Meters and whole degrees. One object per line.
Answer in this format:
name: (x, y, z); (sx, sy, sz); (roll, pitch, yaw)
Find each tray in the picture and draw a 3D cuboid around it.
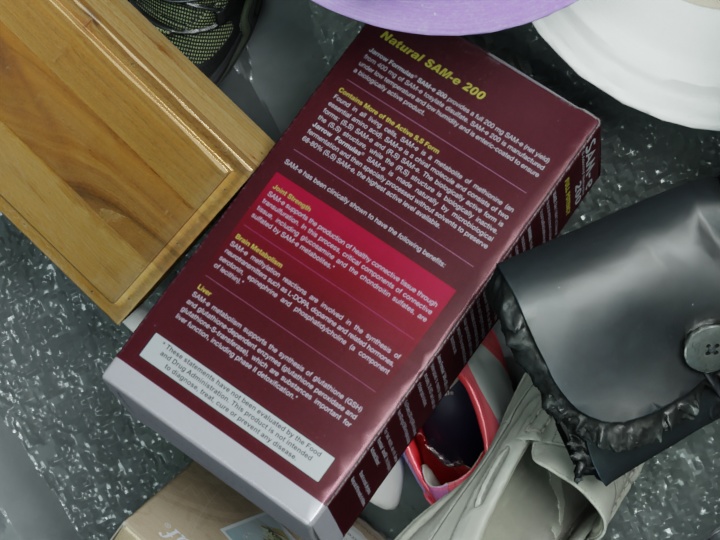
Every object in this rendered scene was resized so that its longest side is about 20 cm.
tray: (-0.140, -0.083, 0.850); (0.200, 0.037, 0.099); (43, 116, -2)

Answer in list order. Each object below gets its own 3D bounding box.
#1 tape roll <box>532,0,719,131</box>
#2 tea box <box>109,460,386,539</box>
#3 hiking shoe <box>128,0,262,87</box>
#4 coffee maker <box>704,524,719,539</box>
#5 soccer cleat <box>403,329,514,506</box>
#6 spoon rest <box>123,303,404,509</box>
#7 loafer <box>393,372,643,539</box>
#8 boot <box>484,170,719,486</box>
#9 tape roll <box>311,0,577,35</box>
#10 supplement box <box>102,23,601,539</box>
tape roll: (0.148, -0.158, 0.778); (0.200, 0.071, 0.205); (6, 109, 19)
tea box: (-0.053, 0.218, 0.933); (0.200, 0.134, 0.197); (40, 116, 6)
hiking shoe: (-0.080, -0.152, 0.851); (0.075, 0.101, 0.202); (21, 112, 14)
coffee maker: (0.227, 0.097, 0.751); (0.191, 0.200, 0.136); (-24, 97, 25)
soccer cleat: (0.058, 0.109, 0.889); (0.066, 0.076, 0.202); (-18, 98, 25)
spoon rest: (-0.054, 0.035, 0.909); (0.061, 0.099, 0.200); (-43, 78, 5)
loafer: (0.082, 0.086, 0.826); (0.070, 0.200, 0.070); (47, 164, -27)
boot: (0.124, -0.019, 0.723); (0.167, 0.077, 0.201); (-22, 130, 1)
tape roll: (0.025, -0.186, 0.711); (0.198, 0.066, 0.202); (11, 128, 14)
supplement box: (0.000, 0.000, 0.823); (0.108, 0.061, 0.201); (33, 78, 17)
